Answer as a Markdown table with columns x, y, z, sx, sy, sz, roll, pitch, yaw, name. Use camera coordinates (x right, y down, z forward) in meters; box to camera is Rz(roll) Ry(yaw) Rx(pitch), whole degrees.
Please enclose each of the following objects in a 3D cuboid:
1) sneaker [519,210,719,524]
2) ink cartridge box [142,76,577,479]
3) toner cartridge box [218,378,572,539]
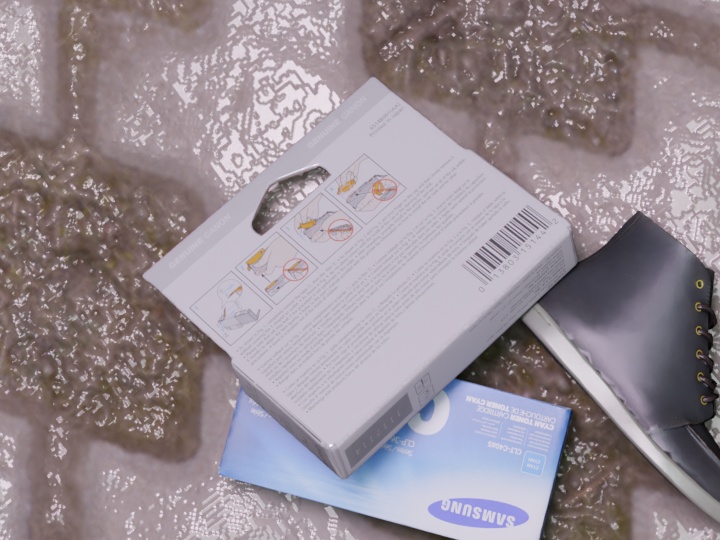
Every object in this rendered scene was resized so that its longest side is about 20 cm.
| x | y | z | sx | sy | sz | roll | pitch | yaw | name |
| --- | --- | --- | --- | --- | --- | --- | --- | --- | --- |
| 0.197 | 0.063 | 1.321 | 0.106 | 0.075 | 0.200 | -43 | 82 | 2 | sneaker |
| 0.000 | 0.000 | 1.334 | 0.200 | 0.045 | 0.176 | -41 | 59 | -15 | ink cartridge box |
| 0.022 | 0.104 | 1.352 | 0.199 | 0.043 | 0.095 | 14 | 88 | 7 | toner cartridge box |
